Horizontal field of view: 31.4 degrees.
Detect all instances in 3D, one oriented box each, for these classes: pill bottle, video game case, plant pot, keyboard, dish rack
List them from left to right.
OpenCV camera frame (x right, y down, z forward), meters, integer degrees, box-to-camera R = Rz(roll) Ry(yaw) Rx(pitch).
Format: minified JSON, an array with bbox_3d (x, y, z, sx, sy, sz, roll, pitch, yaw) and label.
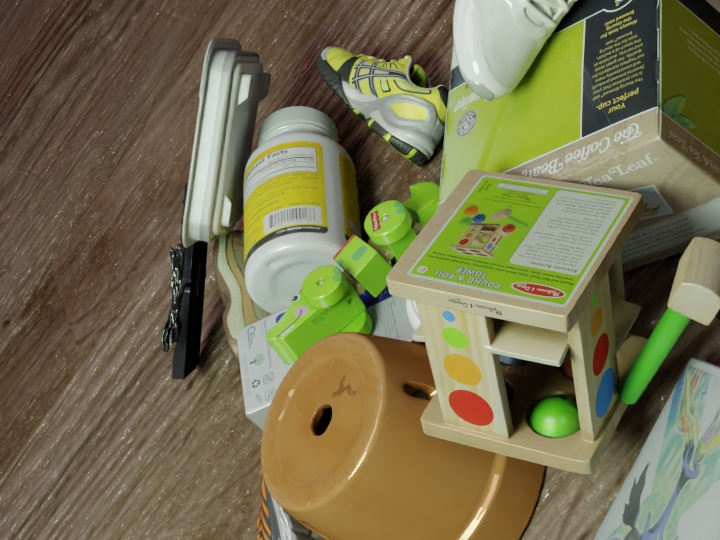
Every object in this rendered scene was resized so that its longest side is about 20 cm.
[{"bbox_3d":[-0.177,0.012,1.290,0.127,0.021,0.201,-53,-33,-81],"label":"keyboard"},{"bbox_3d":[-0.128,-0.125,1.259,0.172,0.043,0.201,-64,-16,-80],"label":"dish rack"},{"bbox_3d":[-0.056,-0.061,1.221,0.111,0.111,0.200,-37,40,32],"label":"pill bottle"},{"bbox_3d":[0.019,0.134,0.965,0.200,0.140,0.201,-32,44,37],"label":"plant pot"},{"bbox_3d":[0.191,0.146,0.752,0.183,0.022,0.200,-62,4,1],"label":"video game case"}]

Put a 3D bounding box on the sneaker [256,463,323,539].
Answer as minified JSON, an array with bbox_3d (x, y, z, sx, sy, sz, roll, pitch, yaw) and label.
[{"bbox_3d":[-0.079,0.234,1.076,0.112,0.077,0.200,-36,42,31],"label":"sneaker"}]

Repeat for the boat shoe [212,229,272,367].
[{"bbox_3d":[-0.096,0.021,1.269,0.076,0.072,0.200,-25,41,6],"label":"boat shoe"}]

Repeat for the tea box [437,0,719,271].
[{"bbox_3d":[0.176,-0.113,0.939,0.200,0.133,0.197,-21,50,44],"label":"tea box"}]

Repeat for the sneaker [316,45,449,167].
[{"bbox_3d":[0.028,-0.172,1.237,0.076,0.075,0.200,-49,46,5],"label":"sneaker"}]

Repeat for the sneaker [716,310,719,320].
[{"bbox_3d":[0.262,0.056,0.767,0.200,0.076,0.088,29,97,56],"label":"sneaker"}]

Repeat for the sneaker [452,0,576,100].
[{"bbox_3d":[0.129,-0.211,0.889,0.080,0.070,0.201,12,73,52],"label":"sneaker"}]

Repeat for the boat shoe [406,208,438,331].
[{"bbox_3d":[0.084,-0.024,1.007,0.200,0.072,0.069,-64,-17,-46],"label":"boat shoe"}]

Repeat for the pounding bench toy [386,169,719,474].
[{"bbox_3d":[0.143,0.044,0.832,0.200,0.156,0.124,11,44,30],"label":"pounding bench toy"}]

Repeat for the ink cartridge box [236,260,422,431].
[{"bbox_3d":[-0.013,0.058,1.116,0.200,0.039,0.100,-25,45,16],"label":"ink cartridge box"}]

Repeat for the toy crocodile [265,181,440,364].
[{"bbox_3d":[0.000,0.000,1.079,0.200,0.068,0.062,-45,41,-8],"label":"toy crocodile"}]
